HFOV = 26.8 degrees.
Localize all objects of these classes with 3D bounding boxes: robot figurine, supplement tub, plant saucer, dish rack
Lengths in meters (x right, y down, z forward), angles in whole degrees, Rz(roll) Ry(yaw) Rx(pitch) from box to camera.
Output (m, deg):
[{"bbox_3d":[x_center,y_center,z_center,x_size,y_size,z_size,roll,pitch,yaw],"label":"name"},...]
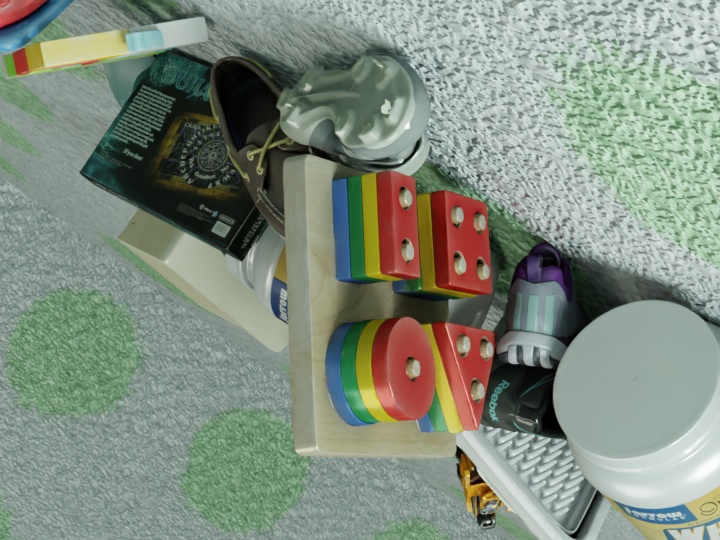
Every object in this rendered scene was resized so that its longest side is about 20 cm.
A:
[{"bbox_3d":[0.103,0.126,1.337,0.145,0.058,0.200,81,177,-49],"label":"robot figurine"},{"bbox_3d":[0.000,0.000,1.273,0.200,0.145,0.144,30,169,22],"label":"supplement tub"},{"bbox_3d":[-0.178,-0.147,1.457,0.201,0.039,0.201,34,169,7],"label":"plant saucer"},{"bbox_3d":[0.147,0.130,1.259,0.044,0.200,0.172,-35,99,35],"label":"dish rack"},{"bbox_3d":[0.236,0.122,1.092,0.145,0.145,0.200,24,166,44],"label":"supplement tub"}]

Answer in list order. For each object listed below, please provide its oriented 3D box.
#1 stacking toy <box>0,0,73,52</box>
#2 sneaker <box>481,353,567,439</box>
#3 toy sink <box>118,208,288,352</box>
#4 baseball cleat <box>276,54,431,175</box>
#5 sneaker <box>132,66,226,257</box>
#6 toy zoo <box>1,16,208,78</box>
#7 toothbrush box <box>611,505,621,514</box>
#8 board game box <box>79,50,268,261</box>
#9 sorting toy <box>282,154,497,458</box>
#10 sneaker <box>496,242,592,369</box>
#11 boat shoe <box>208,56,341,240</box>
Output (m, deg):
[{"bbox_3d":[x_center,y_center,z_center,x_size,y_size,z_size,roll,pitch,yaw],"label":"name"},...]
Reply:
[{"bbox_3d":[-0.307,-0.274,1.163,0.116,0.110,0.200,28,157,41],"label":"stacking toy"},{"bbox_3d":[0.176,0.108,1.185,0.200,0.076,0.079,1,-168,-36],"label":"sneaker"},{"bbox_3d":[-0.145,-0.022,1.673,0.112,0.130,0.200,22,165,49],"label":"toy sink"},{"bbox_3d":[0.018,-0.101,1.025,0.106,0.070,0.200,24,180,-26],"label":"baseball cleat"},{"bbox_3d":[-0.142,-0.094,1.342,0.200,0.071,0.080,52,-147,-1],"label":"sneaker"},{"bbox_3d":[-0.203,-0.177,1.199,0.200,0.131,0.021,-171,69,-67],"label":"toy zoo"},{"bbox_3d":[0.228,0.162,1.462,0.200,0.086,0.146,33,169,12],"label":"toothbrush box"},{"bbox_3d":[-0.133,-0.101,1.255,0.200,0.135,0.028,27,170,39],"label":"board game box"},{"bbox_3d":[0.032,0.029,1.057,0.069,0.199,0.200,-8,170,29],"label":"sorting toy"},{"bbox_3d":[0.152,0.021,1.171,0.074,0.088,0.200,6,-175,11],"label":"sneaker"},{"bbox_3d":[-0.064,-0.091,1.131,0.060,0.072,0.200,44,-167,-44],"label":"boat shoe"}]
